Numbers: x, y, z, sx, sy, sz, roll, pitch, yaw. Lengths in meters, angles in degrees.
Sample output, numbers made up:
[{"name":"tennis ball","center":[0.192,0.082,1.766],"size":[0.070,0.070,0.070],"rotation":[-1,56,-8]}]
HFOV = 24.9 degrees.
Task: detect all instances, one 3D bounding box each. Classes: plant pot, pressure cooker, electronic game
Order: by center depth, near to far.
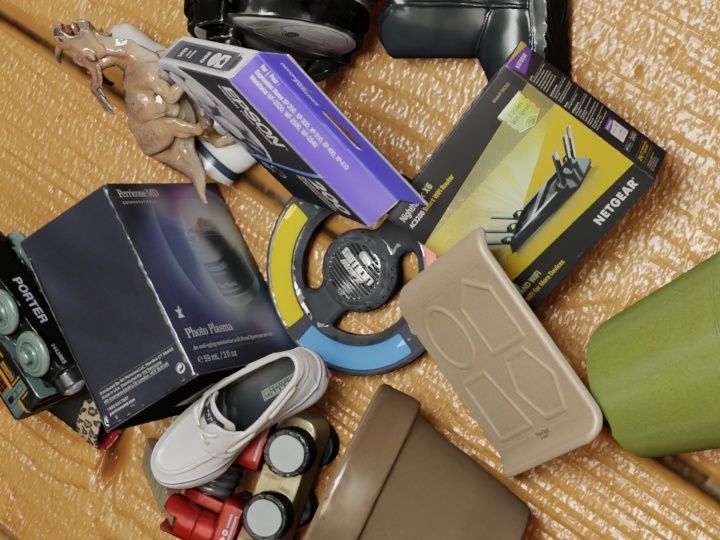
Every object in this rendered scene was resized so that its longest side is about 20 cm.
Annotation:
[{"name":"plant pot","center":[0.296,0.072,1.343],"size":[0.190,0.200,0.201],"rotation":[-26,82,37]},{"name":"plant pot","center":[0.052,0.229,1.464],"size":[0.174,0.200,0.201],"rotation":[26,104,5]},{"name":"pressure cooker","center":[-0.071,-0.268,1.480],"size":[0.175,0.179,0.201],"rotation":[6,84,-6]},{"name":"electronic game","center":[0.000,0.000,1.542],"size":[0.199,0.042,0.201],"rotation":[1,93,25]}]

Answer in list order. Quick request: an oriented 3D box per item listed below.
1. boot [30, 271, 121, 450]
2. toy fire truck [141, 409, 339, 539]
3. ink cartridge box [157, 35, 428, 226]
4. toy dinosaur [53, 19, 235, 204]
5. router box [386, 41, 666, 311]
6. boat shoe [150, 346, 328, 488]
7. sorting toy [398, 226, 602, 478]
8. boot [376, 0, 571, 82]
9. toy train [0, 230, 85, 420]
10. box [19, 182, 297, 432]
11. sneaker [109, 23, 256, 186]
[{"name":"boot","center":[-0.285,0.073,1.663],"size":[0.150,0.073,0.201],"rotation":[34,110,21]},{"name":"toy fire truck","center":[-0.138,0.195,1.587],"size":[0.199,0.129,0.177],"rotation":[21,97,15]},{"name":"ink cartridge box","center":[-0.061,-0.120,1.416],"size":[0.043,0.198,0.200],"rotation":[-52,32,-11]},{"name":"toy dinosaur","center":[-0.197,-0.155,1.535],"size":[0.135,0.086,0.201],"rotation":[-16,100,19]},{"name":"router box","center":[0.140,-0.073,1.405],"size":[0.157,0.052,0.200],"rotation":[36,129,-2]},{"name":"boat shoe","center":[-0.123,0.130,1.491],"size":[0.200,0.065,0.074],"rotation":[-39,66,14]},{"name":"sorting toy","center":[0.122,0.073,1.421],"size":[0.200,0.036,0.185],"rotation":[59,153,5]},{"name":"boot","center":[0.100,-0.195,1.466],"size":[0.168,0.076,0.201],"rotation":[4,99,29]},{"name":"toy train","center":[-0.345,0.051,1.611],"size":[0.200,0.085,0.114],"rotation":[54,130,11]},{"name":"box","center":[-0.186,0.027,1.544],"size":[0.123,0.200,0.199],"rotation":[-32,80,24]},{"name":"sneaker","center":[-0.167,-0.177,1.603],"size":[0.080,0.076,0.200],"rotation":[-44,81,11]}]
